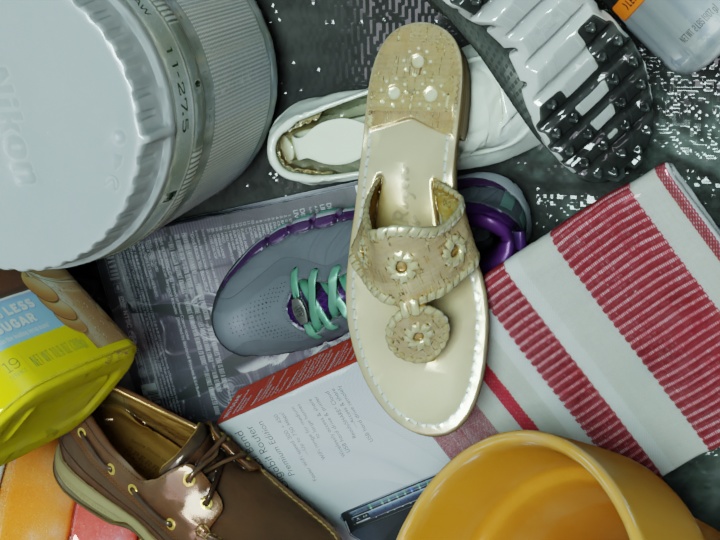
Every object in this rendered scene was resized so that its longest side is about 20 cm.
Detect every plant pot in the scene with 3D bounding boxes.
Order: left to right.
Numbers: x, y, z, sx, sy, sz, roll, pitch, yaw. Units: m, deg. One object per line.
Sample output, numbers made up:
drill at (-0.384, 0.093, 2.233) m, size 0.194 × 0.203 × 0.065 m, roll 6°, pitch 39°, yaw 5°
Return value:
plant pot at (0.134, 0.197, 0.696) m, size 0.181 × 0.201 × 0.201 m, roll 17°, pitch 116°, yaw -33°

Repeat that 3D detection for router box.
router box at (0.040, 0.132, 0.832) m, size 0.178 × 0.049 × 0.202 m, roll -26°, pitch 104°, yaw 21°

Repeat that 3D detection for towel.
towel at (0.120, 0.049, 0.728) m, size 0.199 × 0.023 × 0.145 m, roll -35°, pitch 100°, yaw 29°

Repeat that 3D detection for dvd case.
dvd case at (-0.057, 0.033, 0.860) m, size 0.197 × 0.016 × 0.151 m, roll -11°, pitch 102°, yaw 18°

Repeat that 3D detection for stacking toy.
stacking toy at (-0.147, 0.173, 0.884) m, size 0.197 × 0.146 × 0.148 m, roll 8°, pitch 108°, yaw -3°

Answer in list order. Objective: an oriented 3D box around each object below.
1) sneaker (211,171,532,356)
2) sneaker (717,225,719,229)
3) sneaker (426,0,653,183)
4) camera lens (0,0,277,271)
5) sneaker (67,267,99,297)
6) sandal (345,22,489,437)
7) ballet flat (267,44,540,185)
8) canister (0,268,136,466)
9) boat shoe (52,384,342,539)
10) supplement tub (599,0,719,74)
sneaker at (0.000, 0.000, 0.777) m, size 0.198 × 0.088 × 0.075 m, roll -24°, pitch 100°, yaw 10°
sneaker at (0.198, 0.029, 0.751) m, size 0.198 × 0.078 × 0.076 m, roll 30°, pitch 111°, yaw 6°
sneaker at (0.083, -0.128, 0.708) m, size 0.066 × 0.091 × 0.200 m, roll -40°, pitch 124°, yaw 6°
camera lens at (-0.143, -0.096, 0.749) m, size 0.158 × 0.200 × 0.162 m, roll 4°, pitch 107°, yaw 15°
sneaker at (-0.223, -0.058, 0.864) m, size 0.082 × 0.071 × 0.202 m, roll -25°, pitch 96°, yaw 1°
sandal at (0.021, -0.026, 0.699) m, size 0.076 × 0.070 × 0.215 m, roll -2°, pitch 82°, yaw 18°
ballet flat at (0.036, -0.083, 0.774) m, size 0.197 × 0.069 × 0.070 m, roll -12°, pitch 102°, yaw 19°
canister at (-0.230, 0.005, 0.746) m, size 0.200 × 0.148 × 0.087 m, roll 46°, pitch 111°, yaw 8°
boat shoe at (-0.095, 0.126, 0.798) m, size 0.198 × 0.072 × 0.068 m, roll 25°, pitch 130°, yaw 20°
supplement tub at (0.132, -0.205, 0.680) m, size 0.200 × 0.123 × 0.123 m, roll 44°, pitch 112°, yaw 1°
